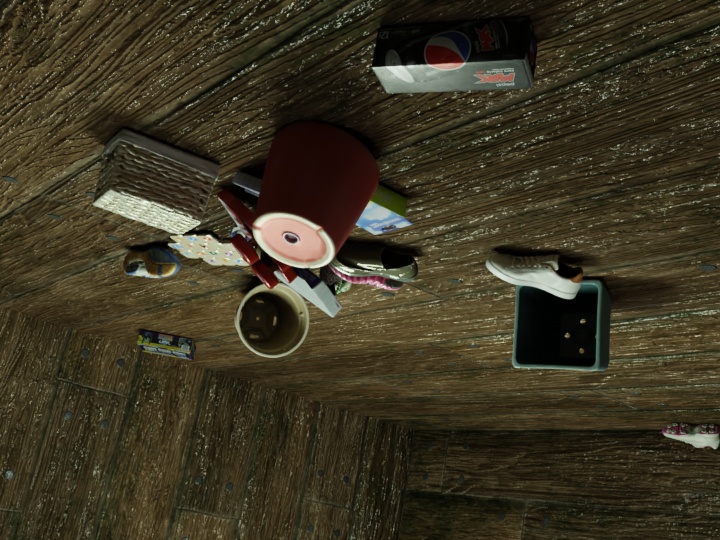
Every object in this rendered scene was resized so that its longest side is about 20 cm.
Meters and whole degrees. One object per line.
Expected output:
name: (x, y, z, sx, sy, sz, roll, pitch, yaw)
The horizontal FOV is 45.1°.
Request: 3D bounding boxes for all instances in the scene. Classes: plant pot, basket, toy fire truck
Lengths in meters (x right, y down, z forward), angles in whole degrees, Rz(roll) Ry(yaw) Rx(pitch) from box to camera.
plant pot: (-0.085, -0.115, 1.437, 0.200, 0.177, 0.200, 13, 145, 9)
basket: (-0.386, -0.160, 1.628, 0.200, 0.123, 0.136, 19, 161, -27)
plant pot: (0.478, 0.136, 1.974, 0.196, 0.196, 0.200, -1, 168, 32)
plant pot: (-0.263, 0.133, 2.390, 0.200, 0.201, 0.183, 17, 173, -20)
toy fire truck: (-0.203, -0.067, 1.760, 0.168, 0.112, 0.200, 42, 169, 45)

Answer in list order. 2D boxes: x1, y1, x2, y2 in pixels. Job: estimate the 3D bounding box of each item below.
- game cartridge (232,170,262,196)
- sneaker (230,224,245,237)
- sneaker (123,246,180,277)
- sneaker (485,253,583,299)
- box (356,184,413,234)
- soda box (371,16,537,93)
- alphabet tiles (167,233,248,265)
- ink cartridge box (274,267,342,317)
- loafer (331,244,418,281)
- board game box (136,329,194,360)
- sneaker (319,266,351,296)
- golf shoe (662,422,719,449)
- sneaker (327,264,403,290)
game cartridge: (-0.135, -0.129, 1.664, 0.200, 0.038, 0.130, 25, -176, -38)
sneaker: (-0.201, -0.058, 1.876, 0.200, 0.088, 0.075, 0, 176, 32)
sneaker: (-0.513, -0.018, 2.214, 0.200, 0.075, 0.088, 3, 174, 41)
sneaker: (0.364, -0.012, 1.799, 0.200, 0.073, 0.085, 16, 131, 2)
box: (-0.008, -0.132, 1.627, 0.200, 0.048, 0.122, 24, 158, -34)
soda box: (0.120, -0.273, 1.109, 0.200, 0.063, 0.071, 2, 160, 22)
alphabet tiles: (-0.365, -0.053, 2.118, 0.200, 0.015, 0.196, 1, 160, 25)
ink cartridge box: (-0.148, 0.006, 1.984, 0.196, 0.043, 0.200, 35, 167, 30)
loafer: (0.032, -0.028, 1.909, 0.200, 0.075, 0.070, 7, 151, -4)
board game box: (-0.727, 0.282, 3.266, 0.200, 0.057, 0.165, 11, 164, -4)
sneaker: (-0.068, 0.028, 2.082, 0.077, 0.089, 0.200, 5, 162, 13)
golf shoe: (1.190, 0.601, 3.122, 0.200, 0.075, 0.092, -2, 117, 38)
sneaker: (0.000, 0.000, 2.006, 0.200, 0.079, 0.095, 20, 171, -23)
